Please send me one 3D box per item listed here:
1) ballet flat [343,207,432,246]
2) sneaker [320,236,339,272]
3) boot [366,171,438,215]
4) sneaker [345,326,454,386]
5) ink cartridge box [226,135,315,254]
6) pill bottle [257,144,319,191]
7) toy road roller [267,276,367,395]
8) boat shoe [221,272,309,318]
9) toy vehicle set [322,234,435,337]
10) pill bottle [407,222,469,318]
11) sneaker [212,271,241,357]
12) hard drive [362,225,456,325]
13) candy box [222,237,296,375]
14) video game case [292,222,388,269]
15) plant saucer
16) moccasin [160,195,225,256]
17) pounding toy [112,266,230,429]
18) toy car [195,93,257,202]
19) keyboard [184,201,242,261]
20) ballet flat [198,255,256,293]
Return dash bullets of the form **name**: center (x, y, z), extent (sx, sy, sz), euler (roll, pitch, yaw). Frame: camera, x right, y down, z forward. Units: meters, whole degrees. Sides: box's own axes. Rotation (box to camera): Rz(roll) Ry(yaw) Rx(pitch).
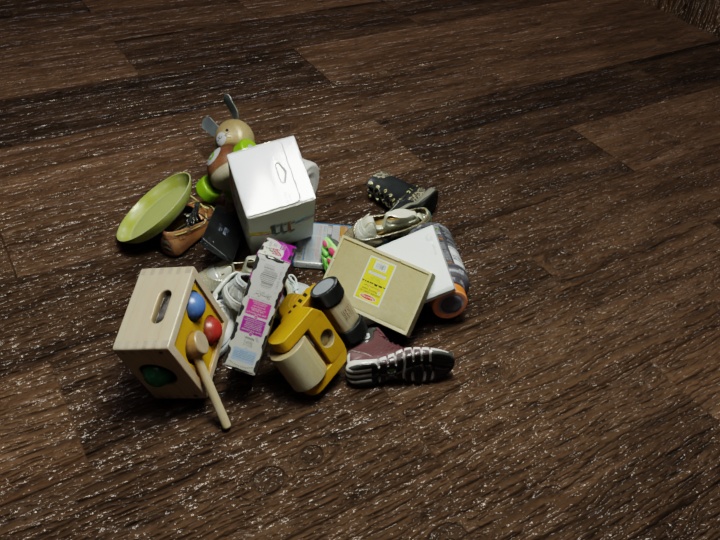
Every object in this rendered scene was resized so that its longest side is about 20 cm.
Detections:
- **ballet flat**: center (0.051, -0.096, 1.605), extent (0.197, 0.075, 0.069), euler (-14, 65, 2)
- **sneaker**: center (0.000, 0.000, 1.560), extent (0.199, 0.077, 0.084), euler (37, 42, 17)
- **boot**: center (0.067, -0.153, 1.751), extent (0.152, 0.074, 0.203), euler (25, 39, 27)
- **sneaker**: center (0.065, 0.140, 1.392), extent (0.197, 0.077, 0.116), euler (-3, 37, -9)
- **ink cartridge box**: center (-0.180, -0.149, 1.562), extent (0.143, 0.200, 0.147), euler (-17, 73, -12)
- **pill bottle**: center (-0.203, -0.222, 1.766), extent (0.198, 0.112, 0.111), euler (22, 42, 19)
- **toy road roller**: center (-0.096, 0.111, 1.371), extent (0.145, 0.124, 0.200), euler (0, 41, 47)
- **boat shoe**: center (-0.161, 0.041, 1.444), extent (0.200, 0.065, 0.075), euler (10, 48, -40)
- **toy vehicle set**: center (0.028, 0.027, 1.449), extent (0.198, 0.026, 0.126), euler (24, 85, 22)
- **pill bottle**: center (0.155, 0.003, 1.542), extent (0.105, 0.107, 0.201), euler (-2, 40, -10)
- **sneaker**: center (-0.262, 0.080, 1.424), extent (0.072, 0.071, 0.201), euler (9, 42, 4)
- **hard drive**: center (0.068, 0.012, 1.469), extent (0.198, 0.026, 0.134), euler (-22, 71, 12)
- **candy box**: center (-0.169, 0.057, 1.311), extent (0.060, 0.203, 0.136), euler (17, 11, -4)
- **video game case**: center (-0.040, -0.049, 1.651), extent (0.197, 0.018, 0.144), euler (5, 39, -1)
- **plant saucer**: center (-0.424, -0.125, 1.616), extent (0.198, 0.031, 0.201), euler (-27, 33, 19)
- **moccasin**: center (-0.355, -0.113, 1.642), extent (0.073, 0.079, 0.201), euler (22, 42, 22)
- **pounding toy**: center (-0.288, 0.130, 1.273), extent (0.140, 0.185, 0.202), euler (-3, 52, 16)
- **toy car**: center (-0.282, -0.272, 1.661), extent (0.157, 0.164, 0.202), euler (-3, 63, -53)
- **keyboard**: center (-0.298, -0.089, 1.561), extent (0.127, 0.021, 0.201), euler (40, 17, -16)
- **ballet flat**: center (-0.240, -0.002, 1.533), extent (0.197, 0.063, 0.068), euler (-8, 41, -15)
